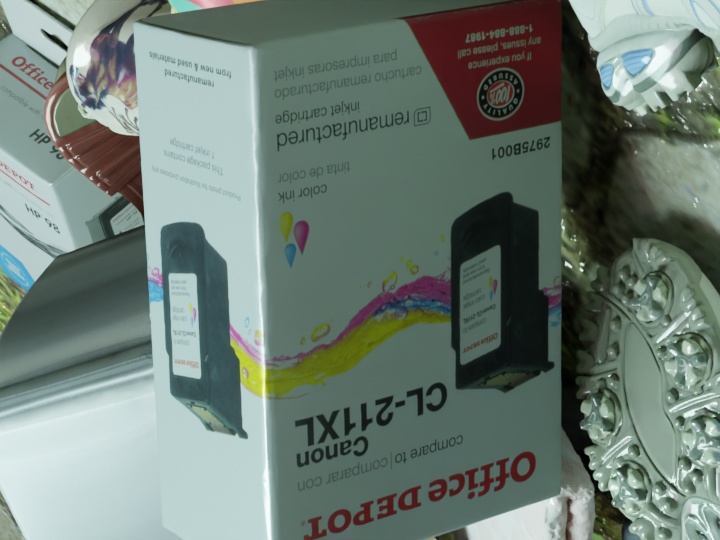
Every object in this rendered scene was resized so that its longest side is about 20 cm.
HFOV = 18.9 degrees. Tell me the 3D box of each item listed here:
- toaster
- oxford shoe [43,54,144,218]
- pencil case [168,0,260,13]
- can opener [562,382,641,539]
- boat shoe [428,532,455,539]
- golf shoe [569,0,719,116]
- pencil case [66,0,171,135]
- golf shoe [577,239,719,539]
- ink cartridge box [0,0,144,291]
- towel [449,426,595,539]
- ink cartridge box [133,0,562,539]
[{"bbox_3d":[-0.086,0.074,1.038,0.118,0.181,0.201,-16,114,16],"label":"toaster"},{"bbox_3d":[-0.082,-0.044,1.123,0.200,0.070,0.075,51,-163,-25],"label":"oxford shoe"},{"bbox_3d":[-0.070,-0.164,0.860,0.088,0.088,0.201,14,136,54],"label":"pencil case"},{"bbox_3d":[0.106,0.088,0.954,0.054,0.067,0.199,57,156,-19],"label":"can opener"},{"bbox_3d":[-0.003,0.057,1.007,0.073,0.063,0.203,9,-114,-72],"label":"boat shoe"},{"bbox_3d":[0.106,-0.113,0.637,0.098,0.078,0.200,57,156,-3],"label":"golf shoe"},{"bbox_3d":[-0.047,-0.064,0.970,0.199,0.090,0.078,33,-168,32],"label":"pencil case"},{"bbox_3d":[0.152,0.083,0.837,0.078,0.097,0.202,-34,69,45],"label":"golf shoe"},{"bbox_3d":[-0.176,-0.055,1.245,0.116,0.067,0.201,35,153,32],"label":"ink cartridge box"},{"bbox_3d":[0.054,0.091,0.993,0.192,0.032,0.201,86,160,-44],"label":"towel"},{"bbox_3d":[0.000,0.000,0.814,0.083,0.145,0.202,18,116,51],"label":"ink cartridge box"}]
